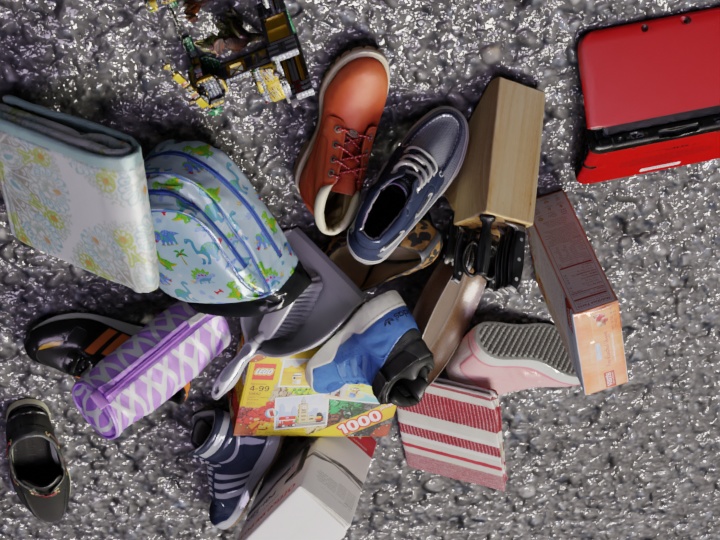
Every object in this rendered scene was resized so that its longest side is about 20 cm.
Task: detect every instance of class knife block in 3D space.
[{"bbox_3d":[0.153,-0.081,1.614,0.063,0.176,0.201,14,120,-26],"label":"knife block"}]

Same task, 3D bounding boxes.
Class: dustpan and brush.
[{"bbox_3d":[-0.101,0.066,1.682,0.057,0.140,0.201,7,121,-55],"label":"dustpan and brush"}]

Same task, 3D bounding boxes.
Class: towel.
[{"bbox_3d":[-0.291,-0.080,1.520,0.198,0.048,0.173,21,137,27],"label":"towel"},{"bbox_3d":[0.115,0.202,1.910,0.142,0.023,0.201,12,141,20],"label":"towel"}]

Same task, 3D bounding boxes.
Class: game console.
[{"bbox_3d":[0.336,-0.194,1.682,0.197,0.120,0.173,-11,163,-5],"label":"game console"}]

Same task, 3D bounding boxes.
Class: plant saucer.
[{"bbox_3d":[0.096,0.046,1.741,0.032,0.200,0.202,25,130,15],"label":"plant saucer"}]

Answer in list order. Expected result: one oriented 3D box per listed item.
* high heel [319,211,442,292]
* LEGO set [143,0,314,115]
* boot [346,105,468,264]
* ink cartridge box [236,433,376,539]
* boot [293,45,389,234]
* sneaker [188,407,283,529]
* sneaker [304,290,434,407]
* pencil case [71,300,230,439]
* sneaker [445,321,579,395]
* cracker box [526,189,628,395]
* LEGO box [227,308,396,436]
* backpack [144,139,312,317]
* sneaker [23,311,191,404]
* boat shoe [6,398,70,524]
[{"bbox_3d":[0.000,0.000,1.670,0.199,0.143,0.072,-33,104,7],"label":"high heel"},{"bbox_3d":[-0.126,-0.229,1.459,0.152,0.116,0.201,-14,132,-3],"label":"LEGO set"},{"bbox_3d":[0.057,-0.097,1.582,0.072,0.090,0.201,31,77,1],"label":"boot"},{"bbox_3d":[-0.068,0.281,1.854,0.083,0.200,0.147,40,114,-8],"label":"ink cartridge box"},{"bbox_3d":[-0.011,-0.134,1.582,0.074,0.108,0.201,8,126,-19],"label":"boot"},{"bbox_3d":[-0.180,0.247,1.892,0.107,0.071,0.201,17,130,-18],"label":"sneaker"},{"bbox_3d":[0.013,0.117,1.663,0.076,0.112,0.200,-20,161,-40],"label":"sneaker"},{"bbox_3d":[-0.229,0.103,1.674,0.084,0.200,0.085,50,149,-3],"label":"pencil case"},{"bbox_3d":[0.195,0.121,1.885,0.198,0.076,0.105,10,141,-31],"label":"sneaker"},{"bbox_3d":[0.247,0.023,1.723,0.057,0.201,0.135,-16,133,0],"label":"cracker box"},{"bbox_3d":[-0.052,0.123,1.812,0.197,0.078,0.150,2,130,-16],"label":"LEGO box"},{"bbox_3d":[-0.168,-0.044,1.593,0.162,0.154,0.202,4,122,36],"label":"backpack"},{"bbox_3d":[-0.287,0.108,1.726,0.198,0.091,0.070,10,127,-23],"label":"sneaker"},{"bbox_3d":[-0.397,0.249,1.841,0.073,0.063,0.203,-9,133,-10],"label":"boat shoe"}]
